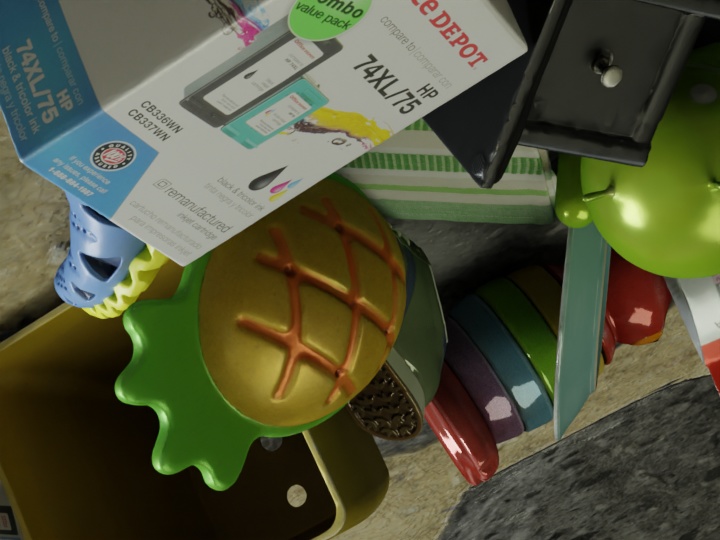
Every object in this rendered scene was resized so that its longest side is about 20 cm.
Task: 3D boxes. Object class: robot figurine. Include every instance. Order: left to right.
[{"bbox_3d":[0.193,-0.062,1.086,0.174,0.117,0.200,-8,-170,30],"label":"robot figurine"}]

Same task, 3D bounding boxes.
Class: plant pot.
[{"bbox_3d":[-0.092,0.106,1.231,0.199,0.201,0.176,-31,166,19],"label":"plant pot"}]

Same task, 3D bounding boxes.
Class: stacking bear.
[{"bbox_3d":[0.133,0.047,1.382,0.199,0.114,0.121,-33,174,-6],"label":"stacking bear"}]

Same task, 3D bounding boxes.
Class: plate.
[{"bbox_3d":[0.143,0.007,1.237,0.025,0.202,0.201,6,152,9],"label":"plate"}]

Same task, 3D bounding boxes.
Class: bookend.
[{"bbox_3d":[0.156,-0.136,0.968,0.197,0.092,0.201,8,117,-29],"label":"bookend"}]

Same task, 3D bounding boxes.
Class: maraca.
[{"bbox_3d":[-0.051,0.028,1.061,0.107,0.138,0.200,-3,-150,50],"label":"maraca"}]

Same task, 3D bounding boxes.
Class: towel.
[{"bbox_3d":[0.036,-0.078,1.119,0.151,0.024,0.200,2,157,13],"label":"towel"}]

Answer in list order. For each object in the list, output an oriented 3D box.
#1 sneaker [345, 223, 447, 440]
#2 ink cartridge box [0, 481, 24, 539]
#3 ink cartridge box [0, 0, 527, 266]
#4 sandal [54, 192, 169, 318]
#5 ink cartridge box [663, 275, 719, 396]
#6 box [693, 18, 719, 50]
[{"bbox_3d":[0.000,0.000,1.198,0.067,0.090,0.201,-7,122,31],"label":"sneaker"},{"bbox_3d":[-0.282,0.189,1.243,0.147,0.146,0.199,-28,154,35],"label":"ink cartridge box"},{"bbox_3d":[-0.057,-0.131,0.893,0.199,0.147,0.147,-31,151,14],"label":"ink cartridge box"},{"bbox_3d":[-0.129,-0.045,1.079,0.087,0.080,0.200,30,140,-11],"label":"sandal"},{"bbox_3d":[0.294,0.001,1.329,0.161,0.201,0.057,-23,171,-2],"label":"ink cartridge box"},{"bbox_3d":[0.120,-0.155,1.087,0.157,0.051,0.200,-27,151,3],"label":"box"}]
